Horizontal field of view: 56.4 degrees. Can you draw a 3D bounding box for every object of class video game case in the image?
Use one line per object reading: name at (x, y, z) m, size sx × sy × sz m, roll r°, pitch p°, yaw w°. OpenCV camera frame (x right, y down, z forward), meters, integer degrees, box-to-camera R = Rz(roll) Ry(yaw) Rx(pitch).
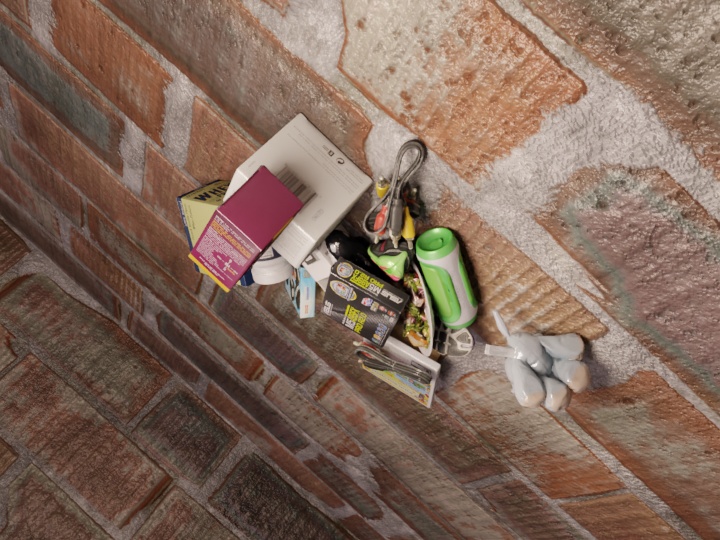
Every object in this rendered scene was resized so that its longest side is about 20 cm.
video game case at (0.092, 0.226, 1.586) m, size 0.199 × 0.023 × 0.183 m, roll 28°, pitch 146°, yaw 19°

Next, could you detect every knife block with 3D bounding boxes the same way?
knife block at (0.075, 0.148, 1.590) m, size 0.198 × 0.064 × 0.177 m, roll 12°, pitch 139°, yaw 41°

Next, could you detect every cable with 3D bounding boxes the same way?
cable at (0.067, 0.198, 1.498) m, size 0.198 × 0.051 × 0.097 m, roll 8°, pitch 148°, yaw 32°
cable at (0.062, -0.118, 1.300) m, size 0.096 × 0.051 × 0.200 m, roll 23°, pitch 162°, yaw -2°
cable at (0.059, -0.134, 1.192) m, size 0.096 × 0.050 × 0.203 m, roll 8°, pitch 108°, yaw 3°

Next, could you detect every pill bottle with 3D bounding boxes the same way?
pill bottle at (-0.212, -0.078, 1.482) m, size 0.115 × 0.115 × 0.202 m, roll 14°, pitch 125°, yaw 38°

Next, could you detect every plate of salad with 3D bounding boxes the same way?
plate of salad at (0.106, 0.076, 1.363) m, size 0.200 × 0.047 × 0.203 m, roll 170°, pitch 90°, yaw -82°

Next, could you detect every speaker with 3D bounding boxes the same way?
speaker at (0.168, 0.018, 1.298) m, size 0.088 × 0.089 × 0.201 m, roll 13°, pitch 139°, yaw 39°

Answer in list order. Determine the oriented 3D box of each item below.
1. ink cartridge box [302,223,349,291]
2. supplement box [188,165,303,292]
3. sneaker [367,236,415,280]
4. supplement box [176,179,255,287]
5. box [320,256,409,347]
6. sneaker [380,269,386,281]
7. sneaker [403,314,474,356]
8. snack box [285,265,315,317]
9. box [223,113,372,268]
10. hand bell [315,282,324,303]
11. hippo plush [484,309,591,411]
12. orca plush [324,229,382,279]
ink cartridge box at (-0.086, -0.063, 1.448) m, size 0.066 × 0.116 × 0.201 m, roll -23°, pitch 113°, yaw 38°
supplement box at (-0.204, -0.069, 1.180) m, size 0.103 × 0.131 × 0.200 m, roll 43°, pitch 146°, yaw -5°
sneaker at (0.070, -0.033, 1.327) m, size 0.077 × 0.084 × 0.200 m, roll 43°, pitch 180°, yaw -15°
supplement box at (-0.309, -0.094, 1.610) m, size 0.198 × 0.134 × 0.202 m, roll 13°, pitch 123°, yaw 39°
box at (0.004, 0.070, 1.375) m, size 0.159 × 0.045 × 0.200 m, roll 29°, pitch 153°, yaw 5°
sneaker at (0.010, 0.031, 1.504) m, size 0.095 × 0.079 × 0.201 m, roll 10°, pitch 136°, yaw 46°
sneaker at (0.177, 0.124, 1.430) m, size 0.199 × 0.083 × 0.082 m, roll 23°, pitch 106°, yaw 54°
snack box at (-0.142, 0.018, 1.564) m, size 0.200 × 0.037 × 0.118 m, roll -131°, pitch 42°, yaw -66°
box at (-0.120, -0.153, 1.299) m, size 0.199 × 0.200 × 0.131 m, roll 42°, pitch 148°, yaw -3°
hand bell at (-0.023, 0.092, 1.533) m, size 0.200 × 0.103 × 0.105 m, roll 45°, pitch 156°, yaw 35°
hippo plush at (0.323, 0.198, 1.275) m, size 0.197 × 0.161 × 0.161 m, roll 14°, pitch 156°, yaw 9°
orca plush at (0.000, 0.000, 1.390) m, size 0.071 × 0.105 × 0.202 m, roll 17°, pitch 135°, yaw 63°
